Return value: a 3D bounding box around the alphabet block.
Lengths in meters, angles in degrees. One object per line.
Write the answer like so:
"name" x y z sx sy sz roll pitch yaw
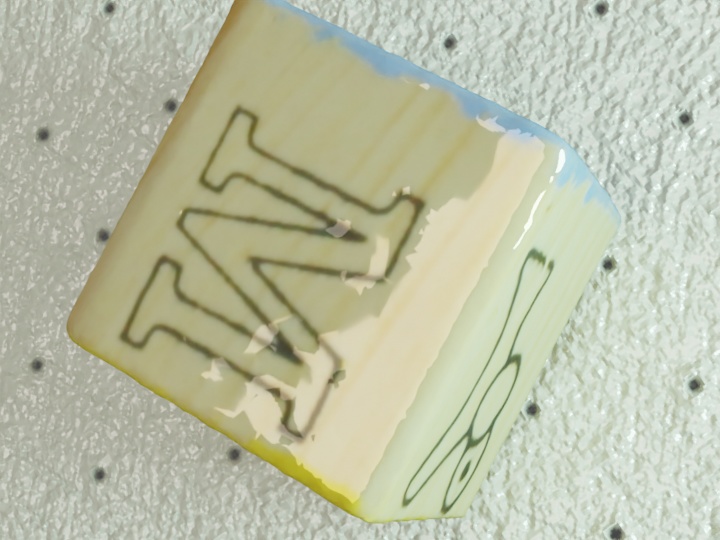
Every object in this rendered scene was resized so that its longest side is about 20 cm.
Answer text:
"alphabet block" 0.000 0.000 0.775 0.196 0.195 0.201 29 90 21
